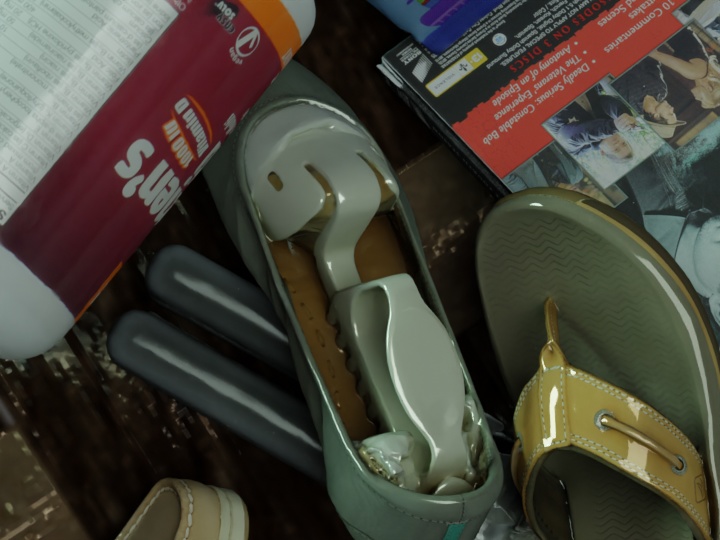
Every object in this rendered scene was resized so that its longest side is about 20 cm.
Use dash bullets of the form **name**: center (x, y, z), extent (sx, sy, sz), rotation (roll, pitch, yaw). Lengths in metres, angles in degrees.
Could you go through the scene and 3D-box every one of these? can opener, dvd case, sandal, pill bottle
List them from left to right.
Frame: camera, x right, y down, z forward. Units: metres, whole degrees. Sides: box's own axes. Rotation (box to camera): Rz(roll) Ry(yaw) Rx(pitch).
- **pill bottle**: center (-0.115, -0.042, 0.864), extent (0.110, 0.110, 0.200), rotation (41, 80, -14)
- **can opener**: center (0.005, 0.060, 0.939), extent (0.200, 0.067, 0.053), rotation (30, 83, -2)
- **sandal**: center (0.081, 0.070, 0.875), extent (0.054, 0.080, 0.200), rotation (-15, 95, -57)
- **dvd case**: center (0.124, -0.045, 0.931), extent (0.146, 0.022, 0.200), rotation (-38, 68, -13)

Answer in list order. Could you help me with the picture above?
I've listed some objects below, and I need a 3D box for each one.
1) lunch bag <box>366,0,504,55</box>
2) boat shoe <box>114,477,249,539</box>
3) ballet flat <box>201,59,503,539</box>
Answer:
- **lunch bag**: center (0.025, -0.169, 0.848), extent (0.151, 0.200, 0.094), rotation (37, 71, -12)
- **boat shoe**: center (-0.109, 0.151, 0.889), extent (0.069, 0.074, 0.200), rotation (32, 83, -21)
- **ballet flat**: center (0.000, 0.000, 0.886), extent (0.067, 0.064, 0.200), rotation (-13, 69, -22)
